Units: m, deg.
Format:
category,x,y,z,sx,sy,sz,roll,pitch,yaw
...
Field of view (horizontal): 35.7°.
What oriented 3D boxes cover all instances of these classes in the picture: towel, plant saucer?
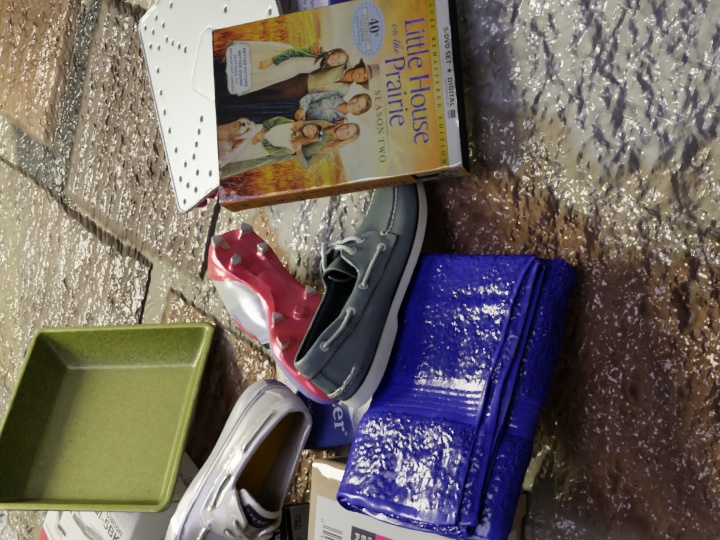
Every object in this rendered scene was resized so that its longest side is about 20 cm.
category,x,y,z,sx,sy,sz,roll,pitch,yaw
towel,0.061,0.079,0.770,0.147,0.049,0.202,2,66,43
plant saucer,-0.241,0.146,1.061,0.197,0.048,0.201,-3,51,16

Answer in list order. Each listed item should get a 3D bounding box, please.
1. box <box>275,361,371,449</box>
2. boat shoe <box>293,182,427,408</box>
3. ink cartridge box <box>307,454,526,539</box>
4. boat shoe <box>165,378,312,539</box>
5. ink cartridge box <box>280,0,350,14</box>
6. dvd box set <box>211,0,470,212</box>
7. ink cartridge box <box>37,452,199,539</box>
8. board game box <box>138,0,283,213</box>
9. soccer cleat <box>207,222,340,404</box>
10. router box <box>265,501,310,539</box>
category,x,y,z,sx,sy,sz,roll,pitch,yaw
box,0.002,0.079,0.905,0.199,0.032,0.123,-15,78,45
boat shoe,0.000,0.000,0.834,0.073,0.061,0.202,-37,33,56
ink cartridge box,0.034,0.250,0.834,0.164,0.075,0.203,4,91,48
boat shoe,-0.096,0.191,0.910,0.070,0.071,0.202,25,87,55
ink cartridge box,-0.042,-0.202,0.952,0.199,0.040,0.202,-4,86,47
dvd box set,-0.018,-0.132,0.863,0.198,0.029,0.148,-7,80,18
ink cartridge box,-0.246,0.259,1.132,0.147,0.082,0.202,43,119,39
board game box,-0.121,-0.181,0.990,0.199,0.026,0.202,-30,69,44
soccer cleat,-0.064,0.043,0.922,0.200,0.066,0.077,48,152,33
router box,-0.084,0.308,0.976,0.156,0.052,0.203,-18,76,46
